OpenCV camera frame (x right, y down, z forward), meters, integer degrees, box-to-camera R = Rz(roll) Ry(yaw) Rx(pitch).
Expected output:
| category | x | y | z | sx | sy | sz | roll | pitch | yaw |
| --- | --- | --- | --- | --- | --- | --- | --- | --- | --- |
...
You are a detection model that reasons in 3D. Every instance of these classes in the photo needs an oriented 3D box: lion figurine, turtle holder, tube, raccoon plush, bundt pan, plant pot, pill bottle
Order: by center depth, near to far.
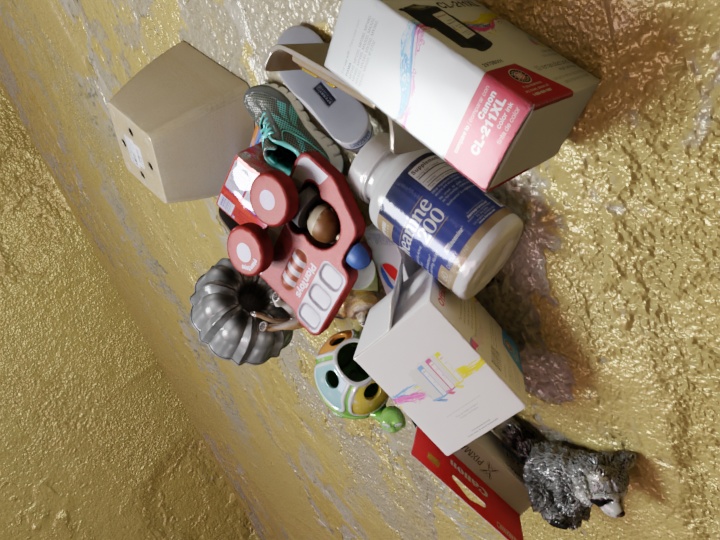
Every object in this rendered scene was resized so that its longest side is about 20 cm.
| category | x | y | z | sx | sy | sz | roll | pitch | yaw |
| --- | --- | --- | --- | --- | --- | --- | --- | --- | --- |
| pill bottle | 0.080 | -0.070 | 0.688 | 0.199 | 0.110 | 0.112 | 42 | 147 | 22 |
| raccoon plush | 0.255 | 0.242 | 0.772 | 0.199 | 0.096 | 0.136 | 38 | 138 | 28 |
| tube | 0.000 | 0.000 | 0.874 | 0.200 | 0.051 | 0.060 | 31 | -118 | -86 |
| lion figurine | -0.071 | 0.062 | 0.963 | 0.197 | 0.122 | 0.074 | -9 | 77 | 33 |
| turtle holder | -0.007 | 0.191 | 1.009 | 0.132 | 0.137 | 0.189 | 100 | 161 | -67 |
| plant pot | -0.308 | -0.234 | 1.016 | 0.199 | 0.176 | 0.202 | 36 | 145 | 27 |
| bundt pan | -0.192 | 0.056 | 1.031 | 0.203 | 0.201 | 0.076 | 51 | 141 | 6 |

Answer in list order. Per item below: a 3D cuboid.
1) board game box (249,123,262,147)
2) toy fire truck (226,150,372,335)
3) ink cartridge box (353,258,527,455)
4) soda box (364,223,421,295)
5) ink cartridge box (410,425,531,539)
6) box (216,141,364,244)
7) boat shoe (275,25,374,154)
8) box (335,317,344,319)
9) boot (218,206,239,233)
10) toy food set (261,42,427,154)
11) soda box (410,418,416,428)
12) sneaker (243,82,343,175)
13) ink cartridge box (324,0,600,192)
| category | x | y | z | sx | sy | sz | roll | pitch | yaw |
| --- | --- | --- | --- | --- | --- | --- | --- | --- | --- |
| board game box | -0.171 | -0.136 | 1.010 | 0.103 | 0.019 | 0.201 | 52 | 136 | 22 |
| toy fire truck | -0.063 | -0.037 | 0.755 | 0.168 | 0.112 | 0.202 | 42 | 124 | 14 |
| ink cartridge box | 0.092 | 0.093 | 0.732 | 0.125 | 0.129 | 0.200 | -39 | 101 | 23 |
| soda box | 0.077 | 0.019 | 0.822 | 0.063 | 0.068 | 0.203 | 8 | 126 | 51 |
| ink cartridge box | 0.161 | 0.264 | 0.825 | 0.199 | 0.045 | 0.176 | 42 | -167 | 0 |
| box | -0.105 | -0.090 | 0.892 | 0.199 | 0.095 | 0.100 | 39 | 127 | 5 |
| boat shoe | -0.046 | -0.225 | 0.759 | 0.203 | 0.073 | 0.065 | 62 | -171 | 20 |
| box | -0.096 | -0.015 | 1.055 | 0.158 | 0.046 | 0.203 | 3 | 122 | 54 |
| boot | -0.162 | -0.037 | 0.993 | 0.199 | 0.074 | 0.076 | 41 | 149 | 1 |
| toy food set | 0.008 | -0.188 | 0.635 | 0.199 | 0.142 | 0.061 | 37 | 128 | 27 |
| soda box | 0.094 | 0.179 | 0.957 | 0.070 | 0.063 | 0.203 | -12 | 109 | 58 |
| sneaker | -0.114 | -0.195 | 0.856 | 0.200 | 0.091 | 0.078 | 45 | 136 | 17 |
| ink cartridge box | 0.087 | -0.176 | 0.529 | 0.200 | 0.145 | 0.084 | 42 | 134 | 20 |
